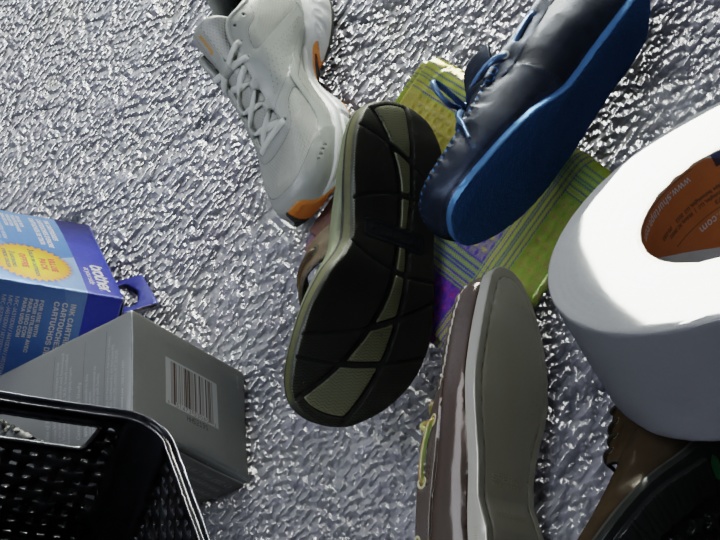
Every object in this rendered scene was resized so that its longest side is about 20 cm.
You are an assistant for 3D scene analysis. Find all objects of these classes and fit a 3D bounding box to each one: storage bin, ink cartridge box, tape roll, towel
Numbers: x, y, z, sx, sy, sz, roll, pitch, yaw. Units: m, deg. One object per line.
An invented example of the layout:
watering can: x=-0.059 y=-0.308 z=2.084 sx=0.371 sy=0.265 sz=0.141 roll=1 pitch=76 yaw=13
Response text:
storage bin: x=-0.149 y=0.153 z=0.990 sx=0.094 sy=0.135 sz=0.200 roll=-67 pitch=27 yaw=24
ink cartridge box: x=-0.235 y=0.015 z=1.329 sx=0.136 sy=0.199 sz=0.077 roll=-128 pitch=53 yaw=-61
tape roll: x=0.190 y=-0.011 z=0.962 sx=0.200 sy=0.066 sz=0.201 roll=-26 pitch=24 yaw=13
towel: x=0.055 y=-0.034 z=1.199 sx=0.144 sy=0.023 sz=0.200 roll=-55 pitch=42 yaw=2

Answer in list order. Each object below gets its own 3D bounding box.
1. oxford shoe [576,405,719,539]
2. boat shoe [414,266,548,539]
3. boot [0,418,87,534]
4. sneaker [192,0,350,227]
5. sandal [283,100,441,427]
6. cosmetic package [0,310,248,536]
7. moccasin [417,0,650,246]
oxford shoe: x=0.147 y=0.098 z=0.982 sx=0.084 sy=0.073 sz=0.200 roll=8 pitch=49 yaw=51
boat shoe: x=0.059 y=0.096 z=1.078 sx=0.059 sy=0.072 sz=0.201 roll=-15 pitch=65 yaw=36
boot: x=-0.200 y=0.169 z=1.131 sx=0.198 sy=0.073 sz=0.163 roll=10 pitch=63 yaw=39
sneaker: x=-0.065 y=-0.114 z=1.300 sx=0.076 sy=0.092 sz=0.201 roll=-44 pitch=40 yaw=33
sandal: x=0.001 y=0.000 z=1.168 sx=0.057 sy=0.080 sz=0.202 roll=-28 pitch=41 yaw=51
cosmetic package: x=-0.176 y=0.111 z=1.267 sx=0.200 sy=0.107 sz=0.091 roll=-29 pitch=50 yaw=30
moccasin: x=0.086 y=-0.091 z=1.138 sx=0.068 sy=0.081 sz=0.200 roll=25 pitch=55 yaw=26
